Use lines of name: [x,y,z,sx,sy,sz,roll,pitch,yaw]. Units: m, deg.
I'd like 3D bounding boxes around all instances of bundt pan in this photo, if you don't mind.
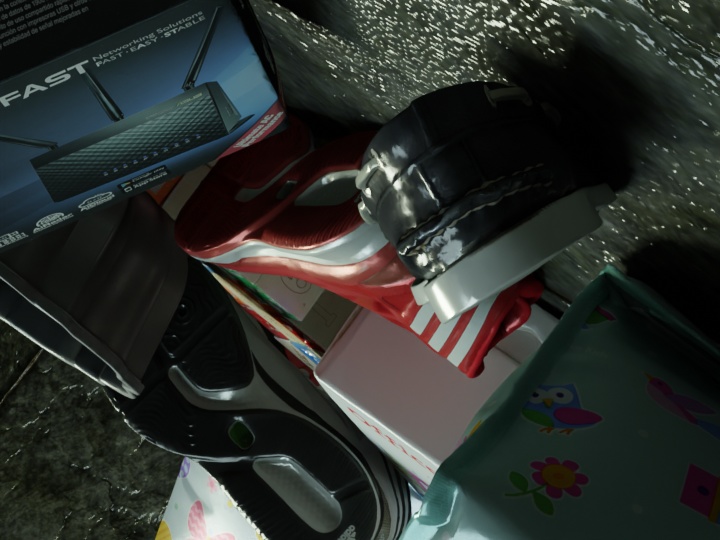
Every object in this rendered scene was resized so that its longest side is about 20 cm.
bundt pan: [-0.158,-0.031,1.169,0.201,0.076,0.202,34,170,7]

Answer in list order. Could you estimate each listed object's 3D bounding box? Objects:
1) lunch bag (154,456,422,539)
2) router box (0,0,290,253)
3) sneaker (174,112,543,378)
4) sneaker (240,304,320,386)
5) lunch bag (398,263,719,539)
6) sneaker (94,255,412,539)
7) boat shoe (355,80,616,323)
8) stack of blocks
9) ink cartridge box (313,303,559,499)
lunch bag: [0.004,0.138,1.464,0.200,0.170,0.127,36,-145,25]
router box: [-0.130,-0.058,0.895,0.150,0.199,0.062,62,-176,-74]
sneaker: [0.000,0.000,1.095,0.115,0.078,0.200,42,172,-20]
sneaker: [-0.093,0.011,1.343,0.071,0.098,0.201,-24,98,45]
lunch bag: [0.112,0.092,0.879,0.170,0.200,0.122,35,128,9]
sneaker: [-0.052,0.065,1.269,0.201,0.076,0.115,48,-171,17]
boat shoe: [0.033,-0.026,0.816,0.061,0.074,0.200,60,-173,-1]
stack of blocks: [-0.040,-0.012,1.264,0.200,0.059,0.115,40,171,-17]
ink cartridge box: [0.080,0.084,1.188,0.144,0.085,0.200,34,170,28]
